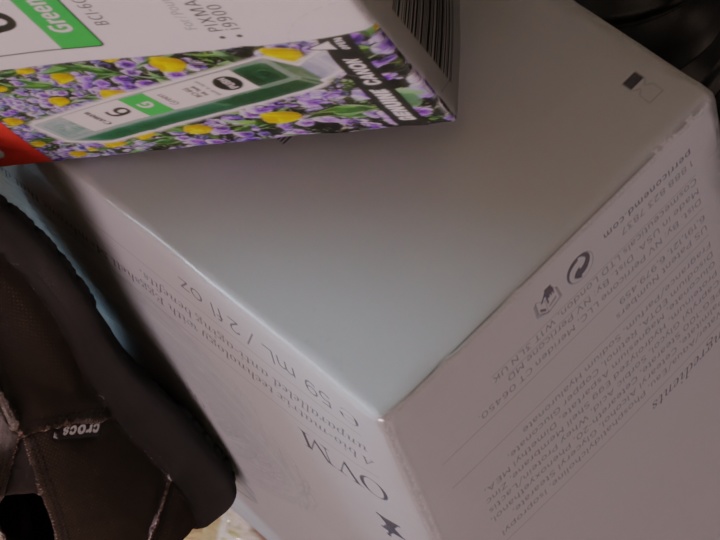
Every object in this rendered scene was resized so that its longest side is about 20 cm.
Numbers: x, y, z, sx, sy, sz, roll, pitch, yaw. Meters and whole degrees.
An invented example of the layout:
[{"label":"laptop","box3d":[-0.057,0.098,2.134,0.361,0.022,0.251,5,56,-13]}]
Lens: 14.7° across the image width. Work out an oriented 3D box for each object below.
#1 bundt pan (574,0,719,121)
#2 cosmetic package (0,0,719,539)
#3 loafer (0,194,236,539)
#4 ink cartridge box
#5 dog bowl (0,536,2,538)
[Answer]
[{"label":"bundt pan","box3d":[0.121,-0.091,0.729,0.201,0.076,0.202,8,146,5]},{"label":"cosmetic package","box3d":[0.000,0.000,0.784,0.199,0.123,0.200,37,164,32]},{"label":"loafer","box3d":[-0.103,0.029,0.730,0.073,0.071,0.200,27,162,46]},{"label":"ink cartridge box","box3d":[-0.086,-0.066,0.659,0.200,0.050,0.109,-5,159,19]},{"label":"dog bowl","box3d":[-0.167,0.025,1.107,0.200,0.074,0.200,15,149,9]}]
